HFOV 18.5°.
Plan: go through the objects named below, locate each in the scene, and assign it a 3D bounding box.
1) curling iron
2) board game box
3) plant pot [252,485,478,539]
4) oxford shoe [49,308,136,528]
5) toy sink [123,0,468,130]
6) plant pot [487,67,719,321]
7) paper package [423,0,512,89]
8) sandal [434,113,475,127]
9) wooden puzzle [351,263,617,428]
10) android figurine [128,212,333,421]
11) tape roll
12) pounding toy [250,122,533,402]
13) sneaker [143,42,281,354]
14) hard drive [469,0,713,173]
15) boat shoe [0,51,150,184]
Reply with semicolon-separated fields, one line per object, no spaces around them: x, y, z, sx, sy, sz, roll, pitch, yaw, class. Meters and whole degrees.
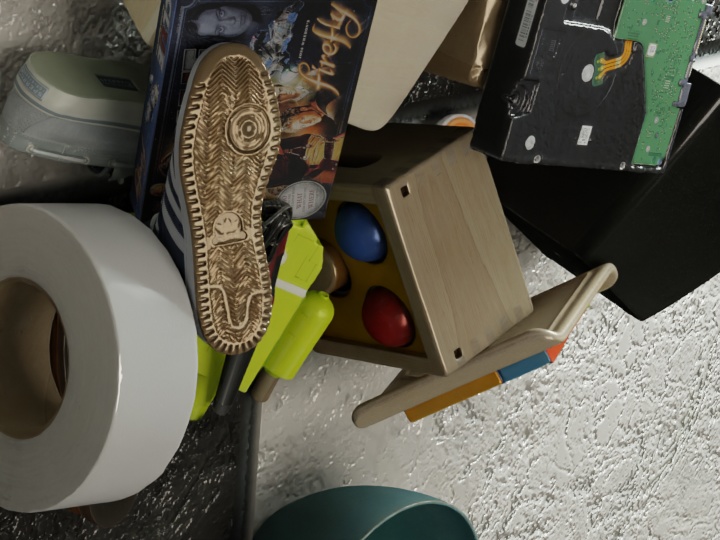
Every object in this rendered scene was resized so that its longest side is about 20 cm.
-0.082;0.027;1.551;0.049;0.026;0.200;-21;144;-35;curling iron
-0.073;-0.114;1.458;0.135;0.035;0.200;-3;136;-18;board game box
-0.018;0.256;1.786;0.200;0.135;0.201;-23;124;-40;plant pot
-0.204;0.080;1.546;0.071;0.071;0.201;-21;118;-49;oxford shoe
-0.049;-0.202;1.500;0.200;0.112;0.131;18;117;-34;toy sink
0.221;-0.081;1.865;0.178;0.200;0.199;-50;139;-1;plant pot
0.076;-0.197;1.625;0.190;0.200;0.104;4;105;-49;paper package
0.078;-0.025;1.818;0.079;0.059;0.207;-7;113;-48;sandal
0.103;0.064;1.739;0.037;0.185;0.200;63;26;-4;wooden puzzle
-0.105;0.012;1.590;0.182;0.041;0.200;26;108;-27;android figurine
-0.199;0.055;1.440;0.071;0.202;0.203;-3;110;-47;tape roll
0.000;0.000;1.670;0.142;0.200;0.185;-34;116;-33;pounding toy
-0.105;-0.054;1.438;0.070;0.108;0.201;-6;106;-26;sneaker
0.167;-0.143;1.569;0.200;0.038;0.140;0;110;-47;hard drive
-0.169;-0.099;1.514;0.201;0.070;0.072;8;126;-51;boat shoe
